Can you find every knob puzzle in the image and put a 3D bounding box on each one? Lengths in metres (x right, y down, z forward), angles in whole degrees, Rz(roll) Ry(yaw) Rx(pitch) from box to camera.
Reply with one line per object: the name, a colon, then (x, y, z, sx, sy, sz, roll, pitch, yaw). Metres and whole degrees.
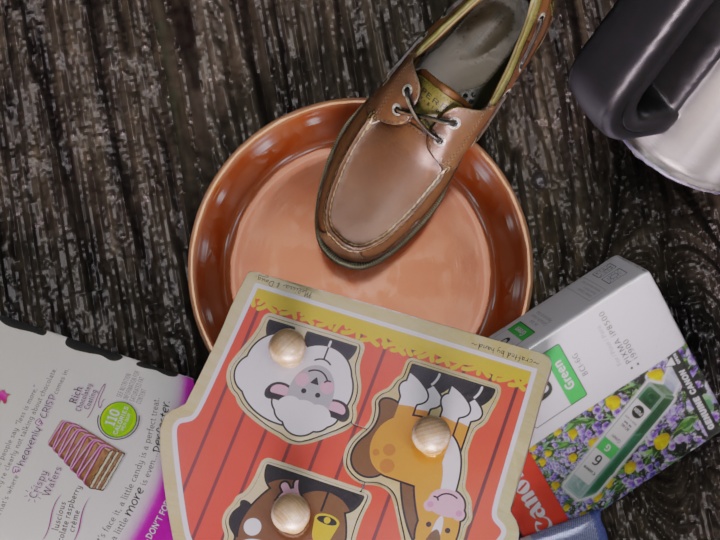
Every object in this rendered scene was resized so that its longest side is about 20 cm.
knob puzzle: (-0.014, 0.106, 0.832, 0.219, 0.030, 0.221, -2, 65, 4)

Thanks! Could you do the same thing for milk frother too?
milk frother: (0.185, -0.179, 0.887, 0.180, 0.188, 0.201, 3, 51, -27)

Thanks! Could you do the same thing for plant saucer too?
plant saucer: (0.000, 0.000, 0.946, 0.199, 0.032, 0.201, 0, 82, -1)

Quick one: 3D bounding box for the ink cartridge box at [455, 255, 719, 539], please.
ink cartridge box: (0.094, 0.092, 0.905, 0.200, 0.050, 0.109, -33, 107, -6)

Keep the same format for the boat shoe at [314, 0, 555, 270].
boat shoe: (0.037, -0.093, 0.911, 0.072, 0.068, 0.200, 32, 82, 2)

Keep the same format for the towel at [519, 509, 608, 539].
towel: (0.060, 0.230, 0.895, 0.199, 0.024, 0.147, -20, 99, -3)

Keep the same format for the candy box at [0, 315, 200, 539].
candy box: (-0.133, 0.120, 0.885, 0.199, 0.061, 0.137, 19, 53, 2)
